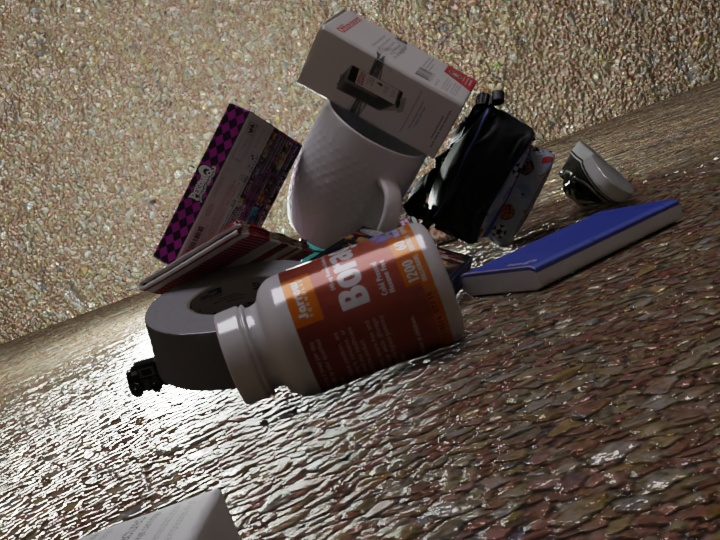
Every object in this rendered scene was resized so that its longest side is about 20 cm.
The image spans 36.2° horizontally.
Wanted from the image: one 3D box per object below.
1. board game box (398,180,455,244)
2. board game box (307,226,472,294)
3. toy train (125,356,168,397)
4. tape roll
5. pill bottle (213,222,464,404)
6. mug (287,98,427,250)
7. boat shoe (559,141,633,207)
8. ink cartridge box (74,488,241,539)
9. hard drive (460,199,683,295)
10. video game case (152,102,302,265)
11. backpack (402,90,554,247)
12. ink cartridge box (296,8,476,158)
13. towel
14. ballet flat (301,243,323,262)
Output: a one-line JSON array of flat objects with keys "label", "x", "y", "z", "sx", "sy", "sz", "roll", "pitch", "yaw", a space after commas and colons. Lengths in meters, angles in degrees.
[{"label": "board game box", "x": 0.112, "y": -0.097, "z": 1.806, "sx": 0.200, "sy": 0.097, "sz": 0.159, "roll": -17, "pitch": 7, "yaw": 32}, {"label": "board game box", "x": 0.034, "y": 0.003, "z": 1.172, "sx": 0.135, "sy": 0.035, "sz": 0.200, "roll": 16, "pitch": 16, "yaw": 12}, {"label": "toy train", "x": -0.193, "y": 0.104, "z": 1.292, "sx": 0.200, "sy": 0.046, "sz": 0.034, "roll": -18, "pitch": 7, "yaw": 23}, {"label": "tape roll", "x": -0.127, "y": 0.055, "z": 1.180, "sx": 0.200, "sy": 0.066, "sz": 0.200, "roll": -11, "pitch": 19, "yaw": 4}, {"label": "pill bottle", "x": -0.020, "y": 0.042, "z": 0.959, "sx": 0.200, "sy": 0.112, "sz": 0.112, "roll": -21, "pitch": 6, "yaw": -2}, {"label": "mug", "x": -0.006, "y": -0.103, "z": 1.415, "sx": 0.148, "sy": 0.200, "sz": 0.175, "roll": 11, "pitch": -57, "yaw": -35}, {"label": "boat shoe", "x": 0.304, "y": -0.114, "z": 1.448, "sx": 0.064, "sy": 0.071, "sz": 0.200, "roll": -51, "pitch": 8, "yaw": 14}, {"label": "ink cartridge box", "x": -0.138, "y": 0.167, "z": 0.386, "sx": 0.200, "sy": 0.084, "sz": 0.146, "roll": -21, "pitch": 6, "yaw": 5}, {"label": "hard drive", "x": 0.220, "y": -0.024, "z": 1.153, "sx": 0.200, "sy": 0.025, "sz": 0.132, "roll": -24, "pitch": 7, "yaw": -27}, {"label": "video game case", "x": -0.155, "y": -0.088, "z": 1.329, "sx": 0.036, "sy": 0.200, "sz": 0.181, "roll": 28, "pitch": 3, "yaw": 17}, {"label": "backpack", "x": 0.162, "y": -0.125, "z": 1.463, "sx": 0.200, "sy": 0.154, "sz": 0.191, "roll": -57, "pitch": 10, "yaw": 5}, {"label": "ink cartridge box", "x": 0.036, "y": -0.242, "z": 1.405, "sx": 0.083, "sy": 0.200, "sz": 0.147, "roll": -61, "pitch": -1, "yaw": 25}, {"label": "towel", "x": -0.155, "y": -0.007, "z": 1.297, "sx": 0.144, "sy": 0.023, "sz": 0.200, "roll": -30, "pitch": -16, "yaw": 16}, {"label": "ballet flat", "x": -0.060, "y": -0.003, "z": 1.542, "sx": 0.067, "sy": 0.070, "sz": 0.200, "roll": 12, "pitch": 22, "yaw": 3}]
